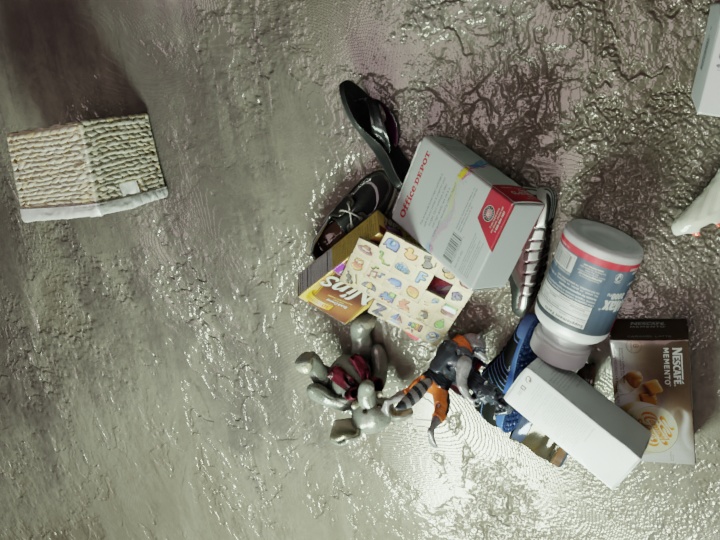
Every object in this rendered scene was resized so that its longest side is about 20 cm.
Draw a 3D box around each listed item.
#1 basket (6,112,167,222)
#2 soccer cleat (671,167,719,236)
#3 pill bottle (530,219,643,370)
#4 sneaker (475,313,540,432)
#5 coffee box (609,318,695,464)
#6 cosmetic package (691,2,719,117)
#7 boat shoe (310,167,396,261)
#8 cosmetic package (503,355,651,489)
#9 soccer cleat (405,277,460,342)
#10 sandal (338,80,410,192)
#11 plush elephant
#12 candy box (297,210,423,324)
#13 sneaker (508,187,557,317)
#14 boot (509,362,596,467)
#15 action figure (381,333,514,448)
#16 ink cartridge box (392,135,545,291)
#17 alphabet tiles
[{"bbox_3d":[-0.495,-0.187,1.317,0.196,0.198,0.165,-3,104,25],"label":"basket"},{"bbox_3d":[0.503,-0.121,0.977,0.199,0.069,0.078,-36,87,23],"label":"soccer cleat"},{"bbox_3d":[0.328,0.039,1.078,0.118,0.120,0.204,22,117,14],"label":"pill bottle"},{"bbox_3d":[0.241,0.160,1.190,0.077,0.069,0.204,27,105,47],"label":"sneaker"},{"bbox_3d":[0.445,0.182,1.100,0.112,0.080,0.204,-2,108,24],"label":"coffee box"},{"bbox_3d":[0.508,-0.240,0.851,0.196,0.199,0.126,12,113,19],"label":"cosmetic package"},{"bbox_3d":[-0.012,-0.088,1.212,0.072,0.068,0.200,47,118,3],"label":"boat shoe"},{"bbox_3d":[0.322,0.217,1.075,0.199,0.101,0.075,41,118,20],"label":"cosmetic package"},{"bbox_3d":[0.132,0.036,1.197,0.077,0.067,0.200,46,122,7],"label":"soccer cleat"},{"bbox_3d":[0.038,-0.219,1.140,0.047,0.076,0.202,-26,106,34],"label":"sandal"},{"bbox_3d":[-0.001,0.214,1.256,0.155,0.162,0.203,38,148,53],"label":"plush elephant"},{"bbox_3d":[0.000,0.000,1.214,0.116,0.057,0.199,31,128,-33],"label":"candy box"},{"bbox_3d":[0.232,-0.037,1.128,0.113,0.075,0.205,15,105,25],"label":"sneaker"},{"bbox_3d":[0.313,0.225,1.177,0.095,0.075,0.204,20,117,13],"label":"boot"},{"bbox_3d":[0.147,0.181,1.155,0.198,0.194,0.105,18,152,51],"label":"action figure"},{"bbox_3d":[0.155,-0.090,1.082,0.200,0.082,0.148,46,125,37],"label":"ink cartridge box"},{"bbox_3d":[0.069,0.026,1.153,0.197,0.008,0.169,27,131,-1],"label":"alphabet tiles"}]
